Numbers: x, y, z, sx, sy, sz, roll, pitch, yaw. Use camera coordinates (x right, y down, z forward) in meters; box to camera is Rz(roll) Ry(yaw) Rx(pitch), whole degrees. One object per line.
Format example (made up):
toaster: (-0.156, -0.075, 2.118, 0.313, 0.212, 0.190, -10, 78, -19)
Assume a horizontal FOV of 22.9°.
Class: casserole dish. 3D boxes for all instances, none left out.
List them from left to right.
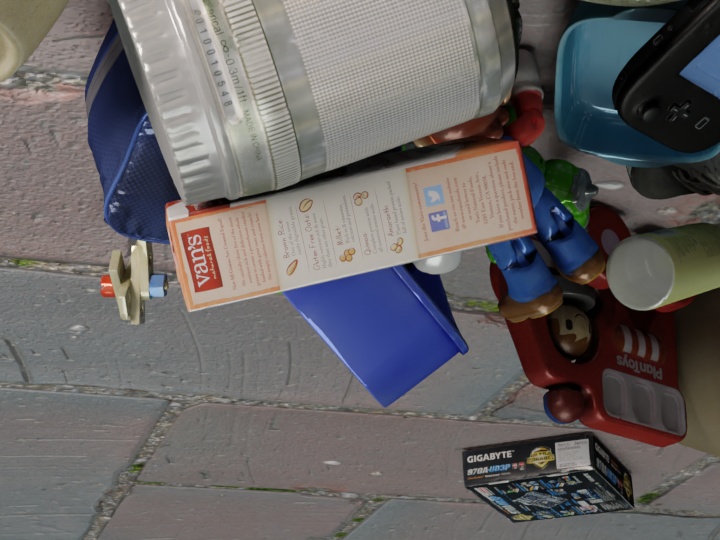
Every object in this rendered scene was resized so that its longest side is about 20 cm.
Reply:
casserole dish: (0.190, -0.131, 1.172, 0.121, 0.039, 0.200, 5, 156, 7)

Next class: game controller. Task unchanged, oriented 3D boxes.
game controller: (0.242, -0.149, 1.056, 0.104, 0.042, 0.200, 26, 121, -36)

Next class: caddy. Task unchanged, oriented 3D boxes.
caddy: (0.000, 0.000, 1.278, 0.105, 0.141, 0.200, -41, 119, -1)

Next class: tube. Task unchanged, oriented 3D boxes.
tube: (0.239, -0.008, 1.256, 0.052, 0.058, 0.200, -31, 170, 32)

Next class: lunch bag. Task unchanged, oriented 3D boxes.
lunch bag: (-0.070, -0.101, 1.133, 0.199, 0.133, 0.136, 9, 137, -27)

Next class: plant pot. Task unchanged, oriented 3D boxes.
plant pot: (0.316, 0.087, 1.585, 0.200, 0.188, 0.187, -4, 162, 44)

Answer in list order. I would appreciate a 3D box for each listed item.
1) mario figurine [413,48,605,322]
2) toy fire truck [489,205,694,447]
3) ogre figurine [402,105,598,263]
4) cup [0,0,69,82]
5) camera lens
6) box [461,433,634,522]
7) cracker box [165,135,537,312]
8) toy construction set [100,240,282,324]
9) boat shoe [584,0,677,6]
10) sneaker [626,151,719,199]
mario figurine: (0.081, -0.070, 1.189, 0.106, 0.200, 0.123, -22, -166, 35)
toy fire truck: (0.195, 0.051, 1.466, 0.200, 0.169, 0.112, 17, 151, -39)
ogre figurine: (0.084, -0.068, 1.277, 0.200, 0.098, 0.120, 37, 163, -6)
cup: (-0.223, -0.177, 0.919, 0.199, 0.144, 0.200, -1, 157, 0)
camera lens: (-0.024, -0.135, 0.955, 0.199, 0.160, 0.160, -20, 159, -8)
box: (0.227, 0.251, 2.117, 0.158, 0.046, 0.200, -10, 156, 20)
cracker box: (-0.011, -0.031, 1.023, 0.199, 0.058, 0.134, -13, -173, -6)
toy construction set: (-0.111, -0.025, 1.381, 0.199, 0.092, 0.131, -13, 158, -1)
boat shoe: (0.170, -0.193, 1.018, 0.074, 0.063, 0.200, 11, 170, -39)
sneaker: (0.257, -0.064, 1.259, 0.075, 0.116, 0.200, 8, 156, -23)
